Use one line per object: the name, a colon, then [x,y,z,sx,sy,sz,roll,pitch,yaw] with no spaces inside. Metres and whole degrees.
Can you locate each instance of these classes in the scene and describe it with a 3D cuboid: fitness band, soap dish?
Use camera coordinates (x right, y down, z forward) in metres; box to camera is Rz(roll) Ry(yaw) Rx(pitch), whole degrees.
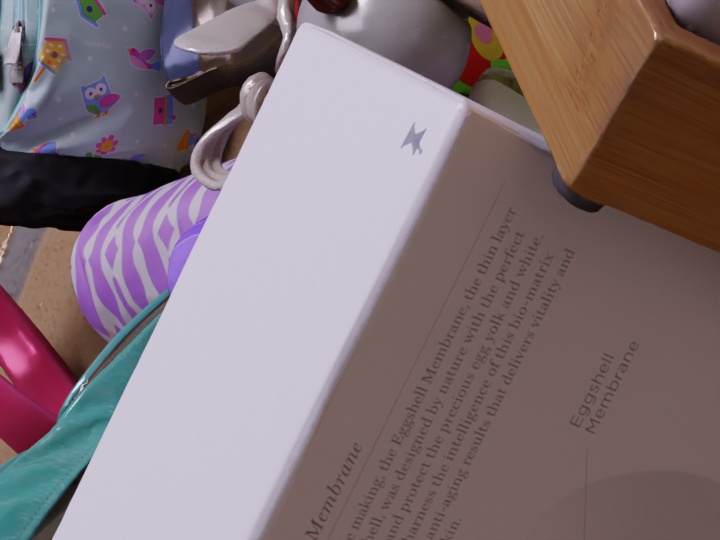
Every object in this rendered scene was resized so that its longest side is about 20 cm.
fitness band: [-0.187,0.039,1.062,0.037,0.144,0.200,-43,33,-1]
soap dish: [0.123,-0.061,0.588,0.081,0.199,0.158,-53,34,27]

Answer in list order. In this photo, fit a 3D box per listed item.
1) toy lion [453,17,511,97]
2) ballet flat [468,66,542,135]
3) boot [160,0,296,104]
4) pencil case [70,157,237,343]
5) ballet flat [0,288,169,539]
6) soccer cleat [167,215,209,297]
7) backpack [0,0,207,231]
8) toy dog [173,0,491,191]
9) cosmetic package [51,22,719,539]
toy lion: [0.048,-0.152,0.829,0.199,0.068,0.193,31,135,42]
ballet flat: [0.080,-0.063,0.788,0.199,0.071,0.072,-25,50,50]
boot: [-0.059,-0.172,1.042,0.096,0.075,0.201,-21,49,17]
pencil case: [-0.056,-0.008,0.955,0.084,0.086,0.199,-38,15,-33]
ballet flat: [-0.109,0.088,0.852,0.200,0.070,0.068,-46,-17,-36]
soccer cleat: [0.000,0.000,0.790,0.198,0.073,0.069,6,83,30]
backpack: [-0.151,-0.122,1.071,0.126,0.166,0.202,1,88,36]
toy dog: [-0.023,-0.108,0.814,0.199,0.096,0.133,3,67,51]
cosmetic package: [0.037,0.062,0.639,0.201,0.199,0.123,-63,31,5]
